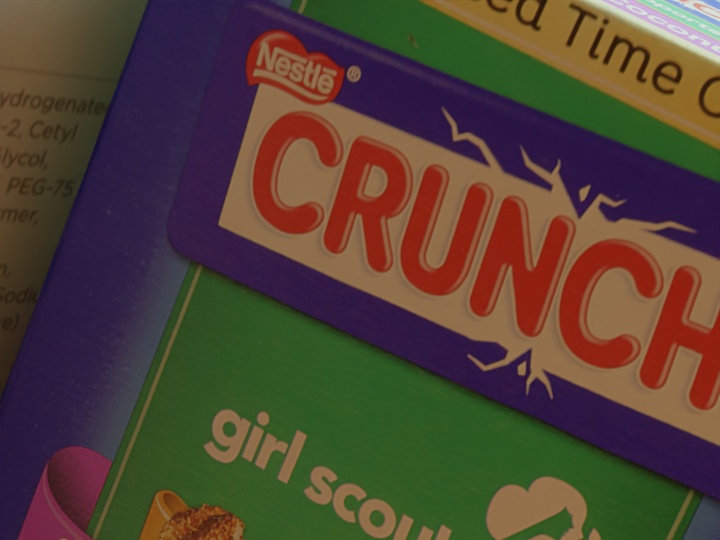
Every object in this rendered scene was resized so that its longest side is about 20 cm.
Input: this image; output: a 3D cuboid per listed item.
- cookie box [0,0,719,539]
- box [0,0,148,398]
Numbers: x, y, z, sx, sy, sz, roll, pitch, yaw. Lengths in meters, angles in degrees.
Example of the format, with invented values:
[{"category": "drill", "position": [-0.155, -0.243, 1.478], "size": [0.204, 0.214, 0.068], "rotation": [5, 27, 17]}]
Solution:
[{"category": "cookie box", "position": [0.020, 0.036, 0.448], "size": [0.171, 0.201, 0.075], "rotation": [28, 17, 19]}, {"category": "box", "position": [-0.181, -0.042, 0.477], "size": [0.200, 0.172, 0.199], "rotation": [4, 25, -48]}]
